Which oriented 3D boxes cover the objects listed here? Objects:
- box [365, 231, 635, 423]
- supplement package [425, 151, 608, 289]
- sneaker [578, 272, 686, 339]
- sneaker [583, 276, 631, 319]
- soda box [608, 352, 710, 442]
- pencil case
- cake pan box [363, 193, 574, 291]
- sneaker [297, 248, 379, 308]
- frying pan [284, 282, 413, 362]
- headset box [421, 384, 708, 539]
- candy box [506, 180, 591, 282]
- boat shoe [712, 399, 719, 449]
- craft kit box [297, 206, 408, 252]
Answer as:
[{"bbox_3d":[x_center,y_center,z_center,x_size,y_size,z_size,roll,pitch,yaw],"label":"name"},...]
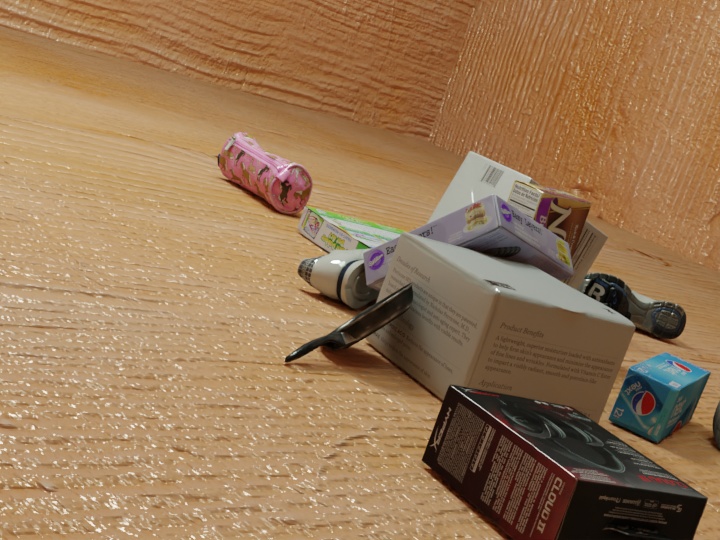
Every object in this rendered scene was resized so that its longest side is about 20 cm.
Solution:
[{"bbox_3d":[0.147,0.065,1.458,0.198,0.132,0.200,13,12,-34],"label":"box"},{"bbox_3d":[0.229,-0.051,2.021,0.199,0.151,0.152,31,1,-39],"label":"supplement package"},{"bbox_3d":[0.430,0.060,2.220,0.199,0.075,0.087,24,-3,-13],"label":"sneaker"},{"bbox_3d":[0.286,0.060,1.790,0.073,0.113,0.199,26,12,36],"label":"sneaker"},{"bbox_3d":[0.355,0.146,1.599,0.064,0.068,0.200,25,11,22],"label":"soda box"},{"bbox_3d":[-0.152,-0.156,2.166,0.086,0.083,0.200,12,14,-38],"label":"pencil case"},{"bbox_3d":[0.127,-0.005,1.620,0.199,0.053,0.184,-25,-33,30],"label":"cake pan box"},{"bbox_3d":[0.000,0.000,1.697,0.080,0.077,0.200,14,6,26],"label":"sneaker"},{"bbox_3d":[0.001,0.054,1.369,0.031,0.114,0.190,58,16,-1],"label":"frying pan"},{"bbox_3d":[0.167,0.173,1.098,0.148,0.078,0.200,13,11,-33],"label":"headset box"},{"bbox_3d":[0.220,-0.010,1.779,0.116,0.202,0.056,8,15,-47],"label":"candy box"},{"bbox_3d":[0.464,0.197,1.558,0.073,0.075,0.200,21,19,-12],"label":"boat shoe"},{"bbox_3d":[0.038,-0.027,1.973,0.199,0.049,0.197,13,15,-36],"label":"craft kit box"}]
